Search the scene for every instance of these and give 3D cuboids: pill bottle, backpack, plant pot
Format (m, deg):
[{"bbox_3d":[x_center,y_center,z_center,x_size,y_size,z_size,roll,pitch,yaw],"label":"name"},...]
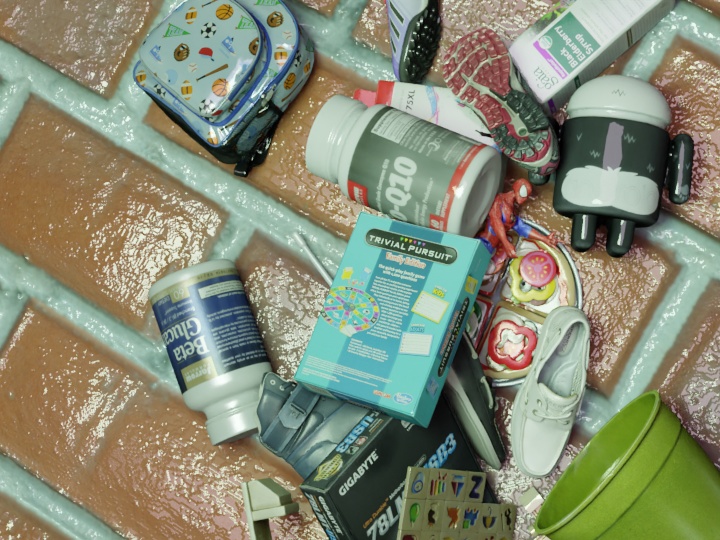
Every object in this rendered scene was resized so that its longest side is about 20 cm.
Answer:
[{"bbox_3d":[0.046,-0.116,1.643,0.199,0.114,0.115,23,89,20],"label":"pill bottle"},{"bbox_3d":[-0.157,-0.250,1.758,0.200,0.154,0.191,41,83,15],"label":"backpack"},{"bbox_3d":[0.324,0.268,1.595,0.193,0.200,0.201,41,93,1],"label":"plant pot"},{"bbox_3d":[-0.168,0.098,1.739,0.110,0.111,0.201,-22,81,8],"label":"pill bottle"}]

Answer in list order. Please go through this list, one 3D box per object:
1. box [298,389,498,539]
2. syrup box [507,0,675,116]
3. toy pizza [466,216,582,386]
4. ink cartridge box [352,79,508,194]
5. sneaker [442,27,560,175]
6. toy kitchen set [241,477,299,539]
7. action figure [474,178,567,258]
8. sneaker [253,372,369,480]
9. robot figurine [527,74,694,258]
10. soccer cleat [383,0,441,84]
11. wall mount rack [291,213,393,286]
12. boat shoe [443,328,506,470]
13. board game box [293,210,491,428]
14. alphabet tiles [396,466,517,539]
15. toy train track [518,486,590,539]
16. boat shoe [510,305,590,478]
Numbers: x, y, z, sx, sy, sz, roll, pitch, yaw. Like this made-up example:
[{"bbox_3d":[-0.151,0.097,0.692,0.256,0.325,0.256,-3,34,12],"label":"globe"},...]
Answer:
[{"bbox_3d":[0.048,0.246,1.611,0.049,0.200,0.200,4,128,45],"label":"box"},{"bbox_3d":[0.261,-0.275,1.705,0.200,0.081,0.079,-41,77,4],"label":"syrup box"},{"bbox_3d":[0.157,0.034,1.721,0.198,0.032,0.202,-1,84,11],"label":"toy pizza"},{"bbox_3d":[0.074,-0.154,1.737,0.198,0.067,0.117,8,86,13],"label":"ink cartridge box"},{"bbox_3d":[0.156,-0.186,1.653,0.080,0.075,0.201,-32,59,12],"label":"sneaker"},{"bbox_3d":[-0.024,0.297,1.645,0.179,0.200,0.165,-13,83,10],"label":"toy kitchen set"},{"bbox_3d":[0.153,-0.007,1.674,0.099,0.065,0.201,30,89,30],"label":"action figure"},{"bbox_3d":[-0.032,0.134,1.668,0.146,0.077,0.203,36,71,8],"label":"sneaker"},{"bbox_3d":[0.282,-0.118,1.666,0.124,0.149,0.202,3,84,56],"label":"robot figurine"},{"bbox_3d":[0.056,-0.318,1.765,0.073,0.068,0.202,6,86,29],"label":"soccer cleat"},{"bbox_3d":[0.000,0.000,1.714,0.200,0.074,0.175,-38,47,27],"label":"wall mount rack"},{"bbox_3d":[0.124,0.137,1.670,0.060,0.074,0.201,-38,114,-18],"label":"boat shoe"},{"bbox_3d":[0.035,0.050,1.584,0.150,0.047,0.201,15,75,29],"label":"board game box"},{"bbox_3d":[0.105,0.304,1.633,0.008,0.199,0.169,5,85,43],"label":"alphabet tiles"},{"bbox_3d":[0.251,0.329,1.673,0.115,0.033,0.200,-41,79,5],"label":"toy train track"},{"bbox_3d":[0.215,0.141,1.668,0.070,0.069,0.202,10,96,-4],"label":"boat shoe"}]
